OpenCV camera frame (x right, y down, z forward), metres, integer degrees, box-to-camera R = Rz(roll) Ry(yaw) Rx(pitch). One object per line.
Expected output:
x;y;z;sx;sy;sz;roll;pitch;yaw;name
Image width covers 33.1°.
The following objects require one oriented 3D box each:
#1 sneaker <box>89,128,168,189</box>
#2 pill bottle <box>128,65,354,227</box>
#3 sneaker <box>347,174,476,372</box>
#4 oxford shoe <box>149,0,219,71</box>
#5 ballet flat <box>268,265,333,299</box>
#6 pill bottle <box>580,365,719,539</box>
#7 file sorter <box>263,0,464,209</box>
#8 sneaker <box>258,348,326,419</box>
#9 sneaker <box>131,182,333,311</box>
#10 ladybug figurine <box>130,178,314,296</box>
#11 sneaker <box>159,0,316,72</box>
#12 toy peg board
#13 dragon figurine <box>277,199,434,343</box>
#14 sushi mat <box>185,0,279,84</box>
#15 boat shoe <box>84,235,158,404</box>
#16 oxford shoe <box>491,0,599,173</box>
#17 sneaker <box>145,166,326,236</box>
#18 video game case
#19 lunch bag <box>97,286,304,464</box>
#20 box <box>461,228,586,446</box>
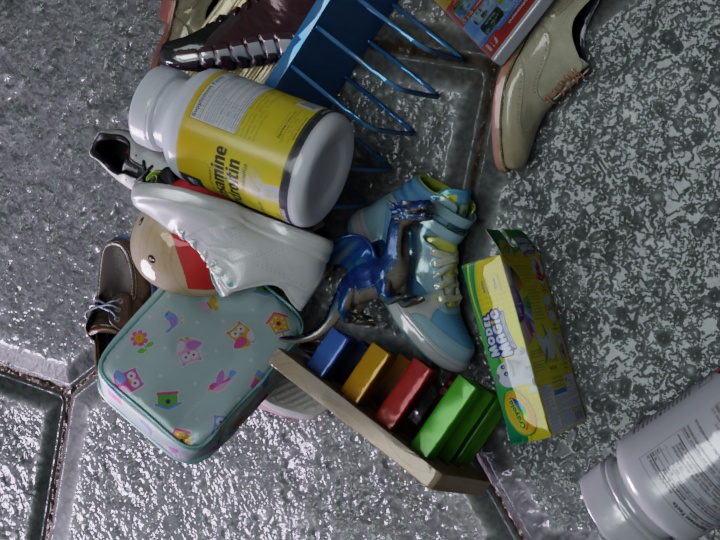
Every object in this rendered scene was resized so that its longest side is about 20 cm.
-0.226;-0.099;1.376;0.199;0.080;0.074;30;102;21;sneaker
-0.114;-0.124;1.144;0.199;0.112;0.113;22;101;19;pill bottle
0.082;-0.008;1.218;0.130;0.079;0.201;-39;75;24;sneaker
-0.187;-0.232;1.358;0.074;0.070;0.201;8;97;20;oxford shoe
-0.113;0.004;1.337;0.199;0.071;0.066;9;123;29;ballet flat
0.303;0.170;1.088;0.200;0.113;0.114;-40;74;22;pill bottle
-0.007;-0.175;1.229;0.123;0.139;0.200;40;108;17;file sorter
-0.130;0.116;1.341;0.199;0.105;0.076;24;60;0;sneaker
-0.130;-0.022;1.151;0.199;0.075;0.089;20;92;-4;sneaker
-0.136;-0.049;1.228;0.199;0.072;0.136;-20;71;-12;ladybug figurine
-0.119;-0.277;1.284;0.199;0.076;0.116;-9;93;-8;sneaker
0.046;0.118;1.184;0.199;0.200;0.098;36;91;22;toy peg board
0.000;0.000;1.193;0.199;0.059;0.100;-28;71;29;dragon figurine
-0.149;-0.221;1.329;0.096;0.012;0.200;36;98;-8;sushi mat
-0.278;0.059;1.408;0.072;0.072;0.201;-9;87;27;boat shoe
0.178;-0.188;1.169;0.073;0.071;0.201;17;99;23;oxford shoe
-0.134;-0.073;1.299;0.199;0.072;0.083;7;100;1;sneaker
0.125;-0.311;1.184;0.143;0.017;0.200;-51;49;19;video game case
-0.165;0.083;1.248;0.160;0.077;0.200;36;63;10;lunch bag
0.154;0.059;1.160;0.048;0.117;0.201;-16;83;26;box
